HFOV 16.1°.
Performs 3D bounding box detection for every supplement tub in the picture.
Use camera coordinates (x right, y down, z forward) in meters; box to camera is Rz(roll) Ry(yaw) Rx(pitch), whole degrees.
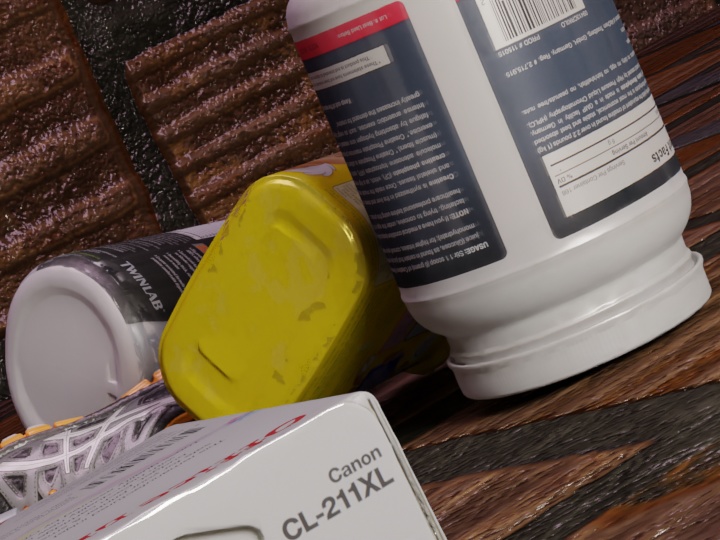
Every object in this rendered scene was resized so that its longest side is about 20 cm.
[{"bbox_3d":[-0.089,0.037,1.416,0.199,0.123,0.122,-13,-8,-46],"label":"supplement tub"},{"bbox_3d":[0.063,-0.059,1.137,0.140,0.201,0.140,-23,7,3],"label":"supplement tub"}]

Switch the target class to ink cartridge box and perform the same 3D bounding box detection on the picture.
[{"bbox_3d":[-0.071,0.110,0.773,0.145,0.083,0.200,-28,4,-20],"label":"ink cartridge box"}]

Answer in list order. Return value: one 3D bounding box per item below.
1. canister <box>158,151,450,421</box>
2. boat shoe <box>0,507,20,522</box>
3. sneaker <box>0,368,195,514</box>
[{"bbox_3d":[0.000,0.000,1.269,0.200,0.086,0.149,-22,-31,-58],"label":"canister"},{"bbox_3d":[-0.141,0.140,0.960,0.062,0.072,0.200,-25,7,-4],"label":"boat shoe"},{"bbox_3d":[-0.127,0.109,1.269,0.199,0.079,0.077,-35,25,-15],"label":"sneaker"}]
